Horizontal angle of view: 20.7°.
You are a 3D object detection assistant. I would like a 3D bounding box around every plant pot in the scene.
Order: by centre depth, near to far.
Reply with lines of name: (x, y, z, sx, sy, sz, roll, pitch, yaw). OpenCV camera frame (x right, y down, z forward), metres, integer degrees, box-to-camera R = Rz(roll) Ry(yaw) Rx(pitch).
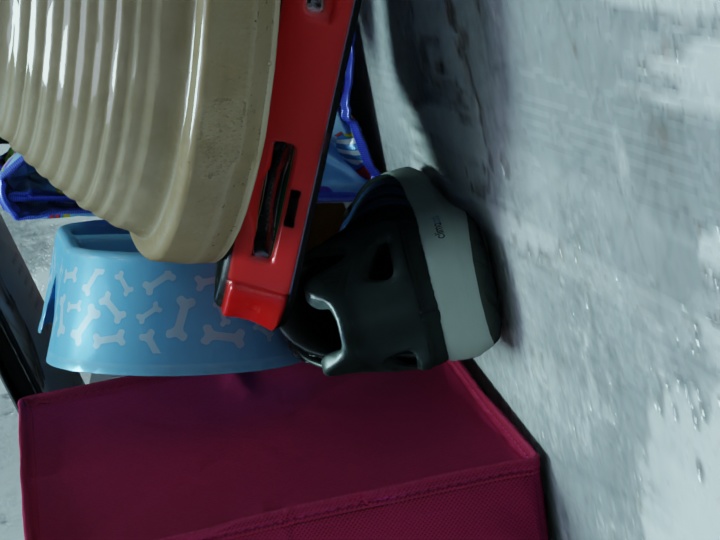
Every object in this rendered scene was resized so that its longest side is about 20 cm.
plant pot: (-0.093, -0.103, 0.706, 0.201, 0.092, 0.203, -179, 90, -75)

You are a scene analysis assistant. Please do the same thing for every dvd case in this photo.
dvd case: (-0.176, 0.031, 1.021, 0.143, 0.017, 0.201, -117, 3, -76)

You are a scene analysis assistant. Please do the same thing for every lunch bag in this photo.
lunch bag: (-0.102, -0.069, 0.997, 0.151, 0.198, 0.095, -133, 31, -77)

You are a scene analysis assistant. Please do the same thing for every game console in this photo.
game console: (-0.024, -0.098, 0.739, 0.178, 0.031, 0.201, -89, 11, -53)

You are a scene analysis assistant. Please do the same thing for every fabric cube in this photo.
fabric cube: (-0.027, 0.155, 0.817, 0.196, 0.198, 0.201, -124, 24, -73)

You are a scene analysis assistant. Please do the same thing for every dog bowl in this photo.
dog bowl: (-0.086, 0.008, 0.869, 0.200, 0.110, 0.050, -149, 58, -77)

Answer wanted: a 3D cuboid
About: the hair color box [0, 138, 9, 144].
hair color box: (-0.259, -0.141, 1.025, 0.064, 0.199, 0.111, -58, 0, 4)

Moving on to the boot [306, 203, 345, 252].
boot: (-0.015, 0.030, 1.027, 0.144, 0.070, 0.203, -22, 45, 55)

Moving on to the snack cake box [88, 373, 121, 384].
snack cake box: (-0.106, 0.020, 1.074, 0.200, 0.067, 0.116, -113, 35, -79)

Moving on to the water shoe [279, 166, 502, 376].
water shoe: (0.000, 0.000, 0.800, 0.200, 0.078, 0.072, -159, 57, -82)
